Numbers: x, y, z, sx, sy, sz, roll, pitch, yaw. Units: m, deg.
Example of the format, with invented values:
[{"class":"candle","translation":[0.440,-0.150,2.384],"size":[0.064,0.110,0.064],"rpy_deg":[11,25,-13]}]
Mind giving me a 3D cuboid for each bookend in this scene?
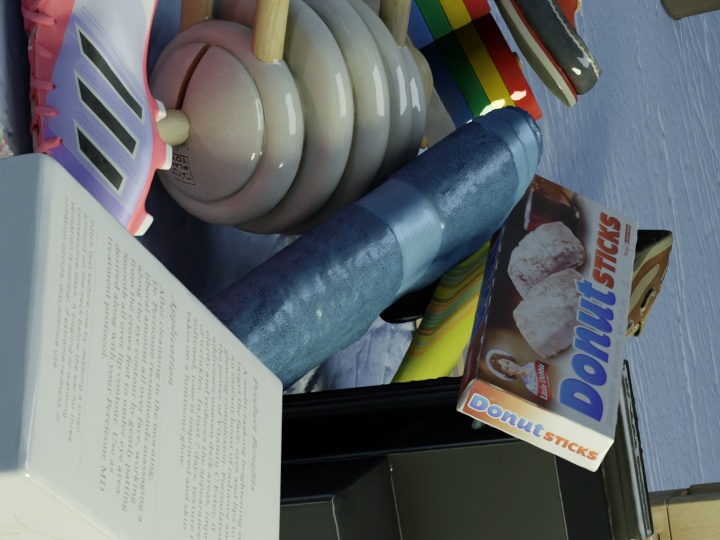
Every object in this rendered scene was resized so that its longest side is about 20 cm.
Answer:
[{"class":"bookend","translation":[0.016,0.116,1.178],"size":[0.200,0.198,0.093],"rpy_deg":[-29,111,-69]}]

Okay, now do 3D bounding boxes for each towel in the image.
[{"class":"towel","translation":[0.000,0.000,1.177],"size":[0.049,0.200,0.112],"rpy_deg":[52,-26,8]},{"class":"towel","translation":[0.036,0.042,1.349],"size":[0.086,0.018,0.200],"rpy_deg":[-36,158,-48]}]

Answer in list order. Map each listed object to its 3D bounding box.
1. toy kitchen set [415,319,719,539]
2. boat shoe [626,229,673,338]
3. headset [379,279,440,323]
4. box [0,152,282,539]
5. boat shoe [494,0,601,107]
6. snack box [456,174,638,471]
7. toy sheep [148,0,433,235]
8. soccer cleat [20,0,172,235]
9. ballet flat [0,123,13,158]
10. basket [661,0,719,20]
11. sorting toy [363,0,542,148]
[{"class":"toy kitchen set","translation":[0.138,0.107,1.533],"size":[0.163,0.199,0.181],"rpy_deg":[-19,101,-71]},{"class":"boat shoe","translation":[0.193,0.017,1.943],"size":[0.200,0.075,0.074],"rpy_deg":[-31,118,-61]},{"class":"headset","translation":[0.025,-0.035,1.373],"size":[0.124,0.094,0.200],"rpy_deg":[55,8,-5]},{"class":"box","translation":[-0.131,0.058,0.838],"size":[0.200,0.152,0.107],"rpy_deg":[50,37,-59]},{"class":"boat shoe","translation":[0.094,-0.175,1.379],"size":[0.071,0.062,0.200],"rpy_deg":[62,4,-52]},{"class":"snack box","translation":[0.093,0.019,1.211],"size":[0.200,0.072,0.024],"rpy_deg":[-74,-170,-58]},{"class":"toy sheep","translation":[-0.039,-0.081,1.197],"size":[0.199,0.138,0.139],"rpy_deg":[-10,93,-43]},{"class":"soccer cleat","translation":[-0.122,-0.093,1.081],"size":[0.076,0.067,0.201],"rpy_deg":[22,64,-33]},{"class":"ballet flat","translation":[-0.143,-0.011,0.960],"size":[0.064,0.075,0.201],"rpy_deg":[-97,173,-58]},{"class":"basket","translation":[0.395,-0.329,2.446],"size":[0.180,0.199,0.137],"rpy_deg":[25,60,-69]},{"class":"sorting toy","translation":[0.028,-0.162,1.391],"size":[0.199,0.069,0.200],"rpy_deg":[59,5,-51]}]
